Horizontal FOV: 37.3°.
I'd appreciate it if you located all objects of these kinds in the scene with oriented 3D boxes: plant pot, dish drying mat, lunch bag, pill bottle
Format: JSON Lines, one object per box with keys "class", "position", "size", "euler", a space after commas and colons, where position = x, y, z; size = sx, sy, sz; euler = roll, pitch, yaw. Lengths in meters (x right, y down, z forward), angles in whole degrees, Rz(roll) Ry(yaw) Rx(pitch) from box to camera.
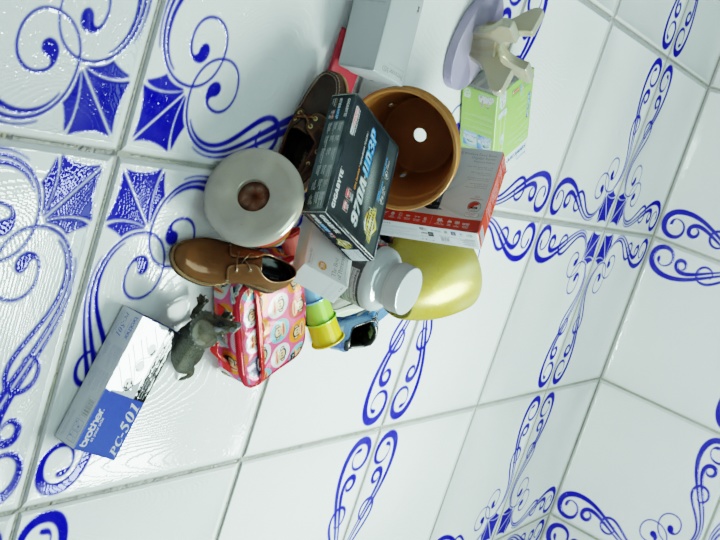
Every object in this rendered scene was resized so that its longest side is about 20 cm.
{"class": "plant pot", "position": [0.106, 0.013, 1.981], "size": [0.141, 0.199, 0.202], "euler": [-30, 136, -34]}
{"class": "dish drying mat", "position": [-0.042, -0.279, 1.691], "size": [0.076, 0.018, 0.203], "euler": [6, 106, -61]}
{"class": "lunch bag", "position": [-0.168, 0.077, 1.682], "size": [0.175, 0.081, 0.203], "euler": [-34, 135, -39]}
{"class": "pill bottle", "position": [0.000, 0.000, 1.774], "size": [0.110, 0.198, 0.112], "euler": [-39, 141, -40]}
{"class": "plant pot", "position": [0.084, -0.215, 1.788], "size": [0.140, 0.197, 0.203], "euler": [-40, 145, -64]}

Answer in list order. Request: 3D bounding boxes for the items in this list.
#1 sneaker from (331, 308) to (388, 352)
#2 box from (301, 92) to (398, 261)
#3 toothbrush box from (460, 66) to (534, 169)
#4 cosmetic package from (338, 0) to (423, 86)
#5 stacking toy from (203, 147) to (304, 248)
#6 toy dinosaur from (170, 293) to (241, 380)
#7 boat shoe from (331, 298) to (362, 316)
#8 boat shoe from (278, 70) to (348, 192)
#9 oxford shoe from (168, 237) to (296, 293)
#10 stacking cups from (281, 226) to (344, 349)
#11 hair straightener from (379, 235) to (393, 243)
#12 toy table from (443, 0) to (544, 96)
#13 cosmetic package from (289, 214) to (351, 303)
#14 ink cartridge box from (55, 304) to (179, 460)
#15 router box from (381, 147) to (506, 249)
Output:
{"class": "sneaker", "position": [0.004, 0.104, 1.970], "size": [0.199, 0.088, 0.080], "euler": [-32, 137, -49]}
{"class": "box", "position": [-0.011, -0.138, 1.602], "size": [0.159, 0.045, 0.203], "euler": [45, 53, -51]}
{"class": "toothbrush box", "position": [0.269, -0.299, 2.125], "size": [0.145, 0.085, 0.202], "euler": [-40, 141, -39]}
{"class": "cosmetic package", "position": [0.040, -0.401, 1.659], "size": [0.101, 0.070, 0.203], "euler": [11, 94, -60]}
{"class": "stacking toy", "position": [-0.147, -0.079, 1.586], "size": [0.147, 0.145, 0.200], "euler": [-58, 168, -14]}
{"class": "toy dinosaur", "position": [-0.245, 0.102, 1.560], "size": [0.200, 0.077, 0.103], "euler": [-43, -172, 35]}
{"class": "boat shoe", "position": [-0.060, 0.055, 1.859], "size": [0.200, 0.072, 0.061], "euler": [-13, 82, -42]}
{"class": "boat shoe", "position": [-0.078, -0.209, 1.625], "size": [0.070, 0.070, 0.203], "euler": [4, 107, -64]}
{"class": "oxford shoe", "position": [-0.181, -0.013, 1.545], "size": [0.198, 0.071, 0.073], "euler": [9, 75, -35]}
{"class": "stacking cups", "position": [-0.088, 0.029, 1.745], "size": [0.060, 0.060, 0.202], "euler": [-37, 114, -40]}
{"class": "hair straightener", "position": [0.011, -0.096, 1.885], "size": [0.077, 0.041, 0.201], "euler": [-50, 148, -27]}
{"class": "toy table", "position": [0.251, -0.415, 1.981], "size": [0.183, 0.116, 0.202], "euler": [26, 87, -61]}
{"class": "cosmetic package", "position": [-0.052, -0.053, 1.673], "size": [0.051, 0.082, 0.202], "euler": [-47, -155, 42]}
{"class": "ink cartridge box", "position": [-0.337, 0.158, 1.487], "size": [0.202, 0.044, 0.094], "euler": [-63, 149, -5]}
{"class": "router box", "position": [0.138, -0.135, 1.869], "size": [0.049, 0.197, 0.181], "euler": [69, 36, -53]}
